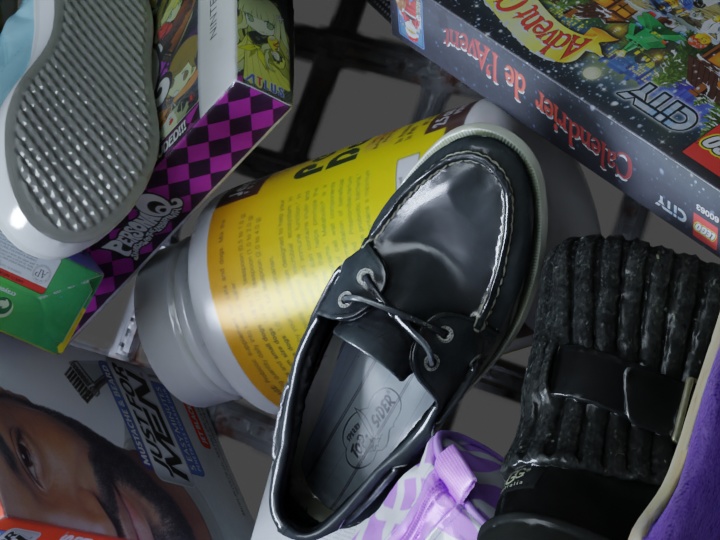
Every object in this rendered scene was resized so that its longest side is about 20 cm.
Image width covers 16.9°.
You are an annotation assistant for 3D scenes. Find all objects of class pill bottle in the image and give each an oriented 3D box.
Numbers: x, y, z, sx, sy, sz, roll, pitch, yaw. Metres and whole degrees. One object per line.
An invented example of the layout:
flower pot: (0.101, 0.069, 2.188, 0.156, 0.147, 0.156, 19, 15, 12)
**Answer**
pill bottle: (0.000, 0.000, 1.083, 0.200, 0.109, 0.109, -18, 69, 28)

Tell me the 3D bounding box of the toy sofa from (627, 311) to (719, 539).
toy sofa: (0.180, 0.049, 0.878, 0.083, 0.098, 0.200, -16, 42, 50)

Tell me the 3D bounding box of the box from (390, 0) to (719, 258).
box: (0.128, -0.100, 1.021, 0.137, 0.038, 0.200, -34, 52, -26)

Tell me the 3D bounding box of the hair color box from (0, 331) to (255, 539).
hair color box: (-0.133, 0.092, 1.091, 0.064, 0.200, 0.111, -36, 62, 21)

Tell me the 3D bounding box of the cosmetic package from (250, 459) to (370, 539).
cosmetic package: (0.034, 0.168, 1.056, 0.200, 0.052, 0.151, 14, 84, 34)

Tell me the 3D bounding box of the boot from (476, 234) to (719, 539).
boot: (0.148, 0.090, 0.955, 0.079, 0.211, 0.158, -35, 29, 53)

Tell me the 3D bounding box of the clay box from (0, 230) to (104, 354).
clay box: (-0.198, -0.035, 1.108, 0.048, 0.115, 0.200, -60, 28, 9)

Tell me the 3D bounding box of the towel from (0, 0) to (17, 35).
towel: (-0.189, -0.159, 1.194, 0.048, 0.200, 0.171, 5, 57, -5)

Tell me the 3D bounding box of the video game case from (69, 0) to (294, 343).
video game case: (-0.102, -0.083, 1.145, 0.200, 0.036, 0.181, -43, 33, 35)

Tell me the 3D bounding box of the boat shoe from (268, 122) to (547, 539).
boat shoe: (0.012, 0.032, 0.988, 0.074, 0.066, 0.199, 37, 119, 9)

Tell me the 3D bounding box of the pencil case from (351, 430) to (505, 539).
pencil case: (-0.003, 0.156, 1.001, 0.200, 0.085, 0.084, -48, 44, 12)

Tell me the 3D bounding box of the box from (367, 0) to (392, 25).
box: (0.026, -0.219, 1.159, 0.160, 0.044, 0.200, -50, 57, 12)

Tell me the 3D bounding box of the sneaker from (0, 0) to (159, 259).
sneaker: (-0.137, -0.059, 1.078, 0.082, 0.074, 0.200, -49, 21, 33)
